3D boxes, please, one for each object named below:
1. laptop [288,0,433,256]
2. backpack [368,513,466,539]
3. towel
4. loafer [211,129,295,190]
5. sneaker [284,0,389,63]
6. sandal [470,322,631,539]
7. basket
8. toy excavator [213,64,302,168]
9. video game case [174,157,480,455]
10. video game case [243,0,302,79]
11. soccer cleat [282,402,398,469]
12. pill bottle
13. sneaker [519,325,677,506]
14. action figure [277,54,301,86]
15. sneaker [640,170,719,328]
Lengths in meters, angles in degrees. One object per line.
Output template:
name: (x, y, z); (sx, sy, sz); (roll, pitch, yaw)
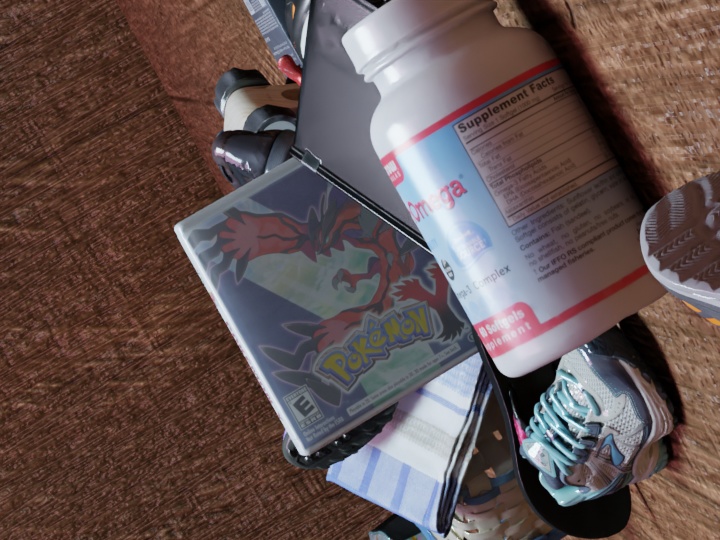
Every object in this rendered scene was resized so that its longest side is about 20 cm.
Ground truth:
laptop: (0.058, -0.073, 1.502); (0.187, 0.116, 0.200); (37, -171, 33)
backpack: (0.085, 0.401, 2.984); (0.200, 0.153, 0.176); (53, 168, 2)
towel: (0.042, 0.080, 1.743); (0.024, 0.201, 0.147); (10, -172, -41)
loafer: (-0.066, -0.076, 1.799); (0.063, 0.072, 0.200); (17, 174, 9)
sneaker: (-0.028, -0.181, 1.634); (0.090, 0.070, 0.200); (55, 174, 17)
sandal: (0.135, 0.105, 1.650); (0.045, 0.075, 0.201); (15, 132, 65)
basket: (0.099, 0.156, 1.828); (0.177, 0.139, 0.200); (55, 173, 39)
toy excavator: (-0.030, -0.064, 1.965); (0.100, 0.193, 0.201); (-129, 39, -52)
video game case: (0.000, 0.000, 1.644); (0.183, 0.199, 0.023); (60, 168, -3)
video game case: (-0.045, -0.164, 2.079); (0.201, 0.019, 0.143); (60, 174, -6)
soccer cleat: (0.002, 0.057, 1.732); (0.068, 0.201, 0.073); (18, -155, -33)
pill bottle: (0.074, -0.054, 1.242); (0.201, 0.108, 0.109); (60, 174, 2)
sneaker: (0.143, 0.097, 1.469); (0.078, 0.086, 0.200); (56, 172, 28)
action figure: (-0.001, -0.106, 1.773); (0.200, 0.065, 0.099); (57, -178, 27)
sneaker: (0.182, 0.037, 0.948); (0.112, 0.077, 0.200); (65, 172, -29)
